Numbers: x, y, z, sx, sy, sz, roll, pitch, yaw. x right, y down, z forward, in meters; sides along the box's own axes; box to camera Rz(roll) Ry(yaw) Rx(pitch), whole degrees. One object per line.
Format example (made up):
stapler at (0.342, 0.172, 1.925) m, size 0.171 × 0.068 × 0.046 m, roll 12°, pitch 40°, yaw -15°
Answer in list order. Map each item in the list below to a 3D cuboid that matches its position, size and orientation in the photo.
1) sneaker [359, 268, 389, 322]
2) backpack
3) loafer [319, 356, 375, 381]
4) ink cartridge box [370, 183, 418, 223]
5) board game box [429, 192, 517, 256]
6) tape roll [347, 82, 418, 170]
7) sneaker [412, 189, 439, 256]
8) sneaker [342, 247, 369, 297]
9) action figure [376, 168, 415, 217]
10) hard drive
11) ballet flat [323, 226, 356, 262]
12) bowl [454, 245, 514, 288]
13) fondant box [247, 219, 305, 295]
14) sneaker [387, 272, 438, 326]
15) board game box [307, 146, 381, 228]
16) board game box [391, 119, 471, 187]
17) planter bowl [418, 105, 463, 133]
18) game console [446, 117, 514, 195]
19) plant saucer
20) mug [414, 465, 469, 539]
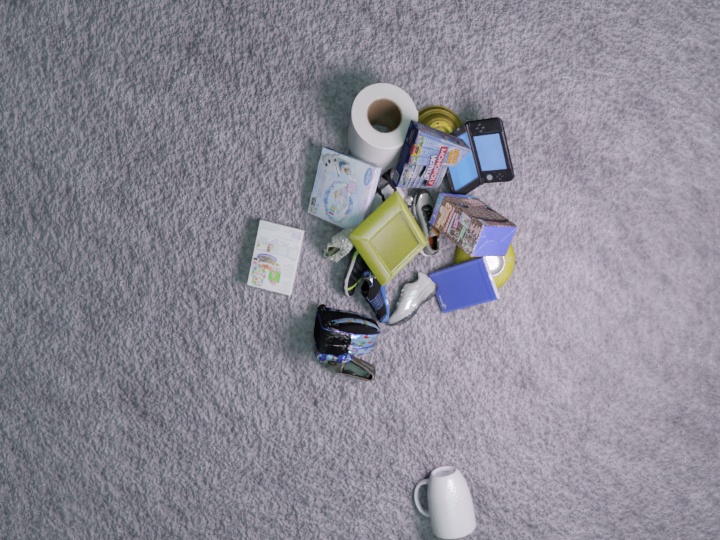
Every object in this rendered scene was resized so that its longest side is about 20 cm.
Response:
sneaker at (0.040, 0.080, 1.719) m, size 0.075 × 0.070 × 0.206 m, roll -17°, pitch 122°, yaw -15°
backpack at (-0.041, 0.199, 1.711) m, size 0.192 × 0.183 × 0.140 m, roll 7°, pitch 104°, yaw -14°
loafer at (-0.041, 0.299, 1.770) m, size 0.193 × 0.063 × 0.074 m, roll 19°, pitch 94°, yaw -3°
ink cartridge box at (0.072, -0.156, 1.750) m, size 0.198 × 0.050 × 0.163 m, roll -38°, pitch 96°, yaw -14°
board game box at (0.328, -0.134, 1.636) m, size 0.155 × 0.200 × 0.100 m, roll -2°, pitch 123°, yaw -37°
tape roll at (0.061, -0.419, 1.641) m, size 0.194 × 0.140 × 0.211 m, roll 2°, pitch 74°, yaw -7°
sneaker at (0.212, -0.147, 1.722) m, size 0.072 × 0.079 × 0.209 m, roll -12°, pitch 98°, yaw -24°
sneaker at (0.000, 0.000, 1.713) m, size 0.080 × 0.072 × 0.206 m, roll 18°, pitch 117°, yaw 9°
action figure at (0.098, -0.192, 1.683) m, size 0.116 × 0.102 × 0.205 m, roll -27°, pitch 92°, yaw -2°
hard drive at (0.316, 0.046, 1.718) m, size 0.196 × 0.025 × 0.136 m, roll -19°, pitch 96°, yaw 39°
ballet flat at (-0.066, -0.074, 1.672) m, size 0.069 × 0.200 × 0.075 m, roll 7°, pitch 67°, yaw -18°
bowl at (0.395, -0.030, 1.733) m, size 0.191 × 0.108 × 0.209 m, roll 0°, pitch 95°, yaw -2°
fondant box at (-0.261, -0.041, 1.735) m, size 0.139 × 0.058 × 0.208 m, roll 13°, pitch 94°, yaw -3°
sneaker at (0.155, 0.094, 1.764) m, size 0.200 × 0.074 × 0.087 m, roll -45°, pitch 72°, yaw 4°
board game box at (-0.050, -0.238, 1.673) m, size 0.194 × 0.043 × 0.207 m, roll 24°, pitch 108°, yaw 24°
board game box at (0.208, -0.317, 1.596) m, size 0.193 × 0.063 × 0.204 m, roll -3°, pitch 133°, yaw -24°
planter bowl at (0.236, -0.404, 1.706) m, size 0.192 × 0.083 × 0.209 m, roll 0°, pitch 95°, yaw -2°
game console at (0.347, -0.328, 1.664) m, size 0.166 × 0.119 × 0.205 m, roll 3°, pitch 128°, yaw 39°
plant saucer at (0.093, -0.086, 1.619) m, size 0.199 × 0.048 × 0.202 m, roll -42°, pitch 117°, yaw -10°
mug at (0.261, 0.732, 1.790) m, size 0.194 × 0.146 × 0.183 m, roll -11°, pitch 90°, yaw 30°
